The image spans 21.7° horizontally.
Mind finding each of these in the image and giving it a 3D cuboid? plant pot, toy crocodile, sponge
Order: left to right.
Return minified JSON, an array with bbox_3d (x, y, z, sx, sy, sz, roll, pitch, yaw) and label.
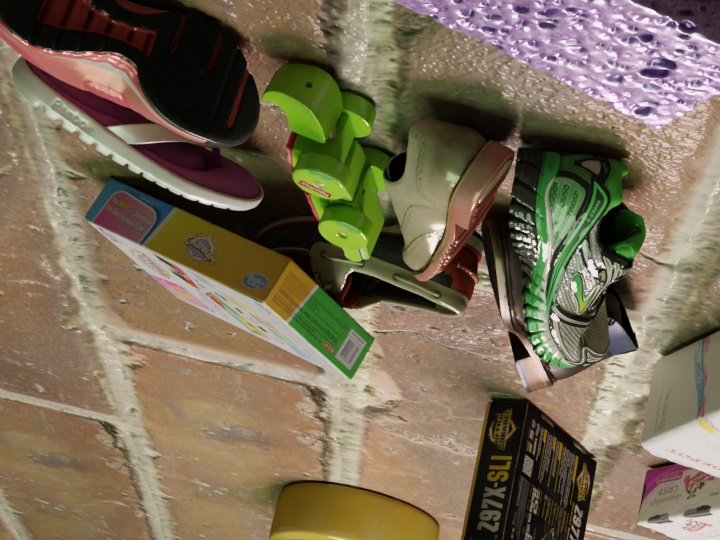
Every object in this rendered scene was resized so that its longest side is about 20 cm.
[{"bbox_3d":[-0.020,-0.070,1.302,0.062,0.068,0.200,13,157,18],"label":"toy crocodile"},{"bbox_3d":[-0.021,0.373,2.231,0.201,0.189,0.201,12,158,5],"label":"plant pot"},{"bbox_3d":[0.122,-0.147,1.071,0.200,0.030,0.112,22,157,-20],"label":"sponge"}]

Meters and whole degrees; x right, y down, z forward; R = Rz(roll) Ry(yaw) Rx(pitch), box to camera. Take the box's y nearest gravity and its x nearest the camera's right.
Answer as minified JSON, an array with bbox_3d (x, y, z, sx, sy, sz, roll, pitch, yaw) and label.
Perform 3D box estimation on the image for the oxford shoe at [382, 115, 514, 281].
[{"bbox_3d":[0.052,-0.054,1.318,0.074,0.071,0.200,35,156,5],"label":"oxford shoe"}]

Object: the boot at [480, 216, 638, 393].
[{"bbox_3d":[0.152,0.015,1.436,0.097,0.075,0.200,-15,143,6],"label":"boot"}]

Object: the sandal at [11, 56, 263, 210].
[{"bbox_3d":[-0.147,-0.102,1.319,0.203,0.082,0.050,26,113,-24],"label":"sandal"}]

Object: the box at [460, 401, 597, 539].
[{"bbox_3d":[0.157,0.244,1.783,0.049,0.200,0.160,-2,154,32],"label":"box"}]

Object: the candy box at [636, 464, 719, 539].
[{"bbox_3d":[0.389,0.243,1.824,0.200,0.061,0.136,23,157,-23],"label":"candy box"}]

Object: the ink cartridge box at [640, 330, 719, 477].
[{"bbox_3d":[0.334,0.107,1.486,0.145,0.088,0.200,20,156,-14],"label":"ink cartridge box"}]

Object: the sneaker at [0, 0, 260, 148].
[{"bbox_3d":[-0.156,-0.144,1.226,0.200,0.074,0.087,28,168,-23],"label":"sneaker"}]

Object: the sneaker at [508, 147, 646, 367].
[{"bbox_3d":[0.155,-0.001,1.305,0.085,0.078,0.200,3,141,16],"label":"sneaker"}]

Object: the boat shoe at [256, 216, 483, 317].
[{"bbox_3d":[0.000,0.000,1.468,0.200,0.063,0.071,4,158,28],"label":"boat shoe"}]

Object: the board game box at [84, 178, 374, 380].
[{"bbox_3d":[-0.104,0.007,1.493,0.200,0.040,0.153,24,167,34],"label":"board game box"}]
